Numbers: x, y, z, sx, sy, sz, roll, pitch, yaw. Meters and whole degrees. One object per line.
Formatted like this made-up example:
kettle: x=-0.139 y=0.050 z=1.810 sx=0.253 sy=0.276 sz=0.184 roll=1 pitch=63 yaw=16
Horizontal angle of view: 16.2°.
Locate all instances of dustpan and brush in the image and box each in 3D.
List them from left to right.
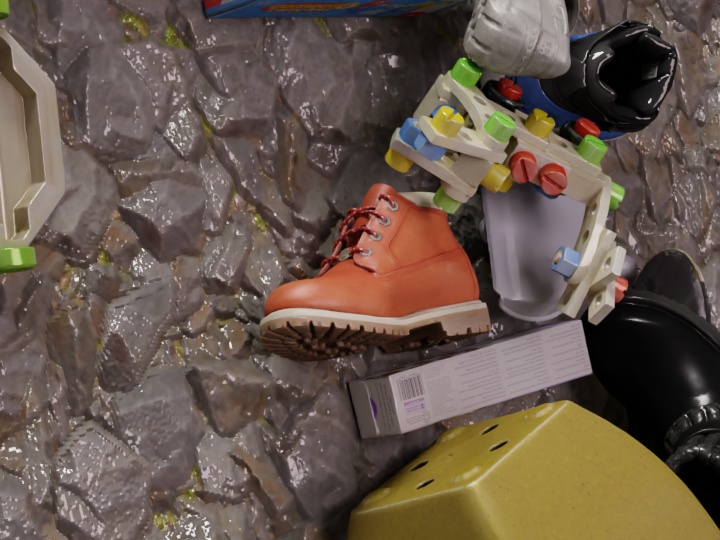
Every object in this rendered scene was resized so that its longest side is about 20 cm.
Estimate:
dustpan and brush: x=0.142 y=-0.019 z=1.760 sx=0.200 sy=0.057 sz=0.140 roll=12 pitch=61 yaw=-37

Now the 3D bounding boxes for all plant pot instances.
plant pot: x=0.105 y=0.197 z=1.579 sx=0.195 sy=0.194 sz=0.200 roll=-34 pitch=101 yaw=-43

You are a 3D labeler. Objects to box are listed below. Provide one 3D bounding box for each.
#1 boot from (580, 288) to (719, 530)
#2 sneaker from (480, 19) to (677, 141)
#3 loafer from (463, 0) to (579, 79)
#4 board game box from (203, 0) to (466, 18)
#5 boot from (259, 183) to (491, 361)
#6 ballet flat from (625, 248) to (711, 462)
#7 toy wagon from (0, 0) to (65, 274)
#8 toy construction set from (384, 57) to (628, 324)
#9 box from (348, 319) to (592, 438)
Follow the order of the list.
boot: x=0.216 y=0.106 z=1.689 sx=0.211 sy=0.079 sz=0.158 roll=37 pitch=30 yaw=10
sneaker: x=0.182 y=-0.129 z=1.759 sx=0.200 sy=0.111 sz=0.077 roll=3 pitch=88 yaw=-52
loafer: x=0.110 y=-0.175 z=1.689 sx=0.070 sy=0.070 sz=0.200 roll=23 pitch=28 yaw=-7
board game box: x=-0.025 y=-0.265 z=1.630 sx=0.196 sy=0.056 sz=0.200 roll=-7 pitch=87 yaw=-46
boot: x=0.000 y=0.000 z=1.597 sx=0.200 sy=0.075 sz=0.107 roll=-6 pitch=83 yaw=-54
ballet flat: x=0.219 y=0.084 z=1.807 sx=0.057 sy=0.066 sz=0.200 roll=-7 pitch=97 yaw=-72
toy wagon: x=-0.248 y=-0.075 z=1.380 sx=0.200 sy=0.040 sz=0.155 roll=-1 pitch=83 yaw=-45
toy construction set: x=0.106 y=-0.060 z=1.638 sx=0.200 sy=0.092 sz=0.131 roll=40 pitch=19 yaw=-23
box: x=0.075 y=0.070 z=1.674 sx=0.200 sy=0.039 sz=0.042 roll=-15 pitch=94 yaw=-46
